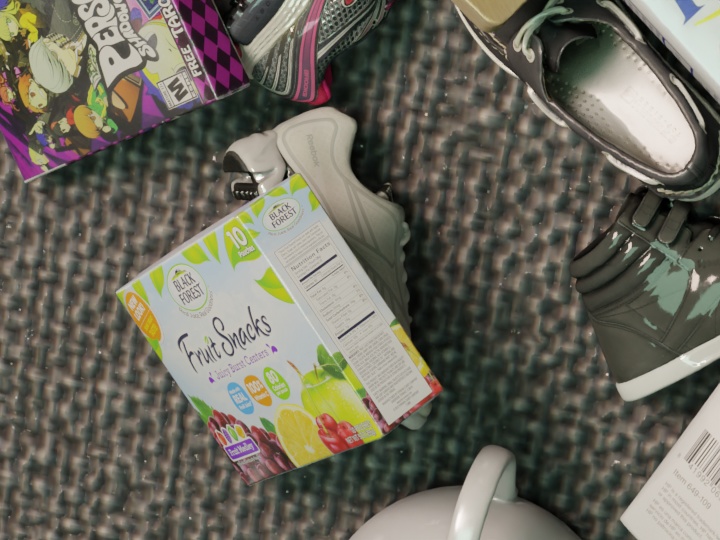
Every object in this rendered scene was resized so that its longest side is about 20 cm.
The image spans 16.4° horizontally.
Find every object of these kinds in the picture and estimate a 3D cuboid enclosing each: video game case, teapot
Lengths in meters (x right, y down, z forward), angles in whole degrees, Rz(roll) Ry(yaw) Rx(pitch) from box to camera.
[{"bbox_3d":[-0.169,-0.166,1.417,0.181,0.036,0.201,-17,100,44],"label":"video game case"},{"bbox_3d":[0.054,0.224,1.433,0.197,0.146,0.201,-31,93,20],"label":"teapot"}]

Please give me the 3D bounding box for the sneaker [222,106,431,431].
[{"bbox_3d":[0.000,0.000,1.432,0.081,0.075,0.201,-32,109,-17],"label":"sneaker"}]

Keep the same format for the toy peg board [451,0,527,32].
[{"bbox_3d":[0.072,-0.268,1.279,0.200,0.098,0.199,45,77,0],"label":"toy peg board"}]

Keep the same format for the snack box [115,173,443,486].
[{"bbox_3d":[-0.050,0.038,1.400,0.143,0.053,0.200,57,153,-2],"label":"snack box"}]

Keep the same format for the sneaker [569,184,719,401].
[{"bbox_3d":[0.200,-0.017,1.371,0.199,0.071,0.099,-33,95,22],"label":"sneaker"}]

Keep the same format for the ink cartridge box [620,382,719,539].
[{"bbox_3d":[0.273,0.104,1.317,0.147,0.146,0.201,47,114,32],"label":"ink cartridge box"}]

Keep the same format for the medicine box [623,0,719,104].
[{"bbox_3d":[0.245,-0.155,1.281,0.182,0.103,0.200,-43,85,7],"label":"medicine box"}]

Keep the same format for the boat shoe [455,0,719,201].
[{"bbox_3d":[0.118,-0.114,1.354,0.074,0.060,0.200,-45,73,12],"label":"boat shoe"}]

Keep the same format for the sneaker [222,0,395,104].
[{"bbox_3d":[0.000,-0.181,1.386,0.074,0.081,0.200,34,118,-13],"label":"sneaker"}]
